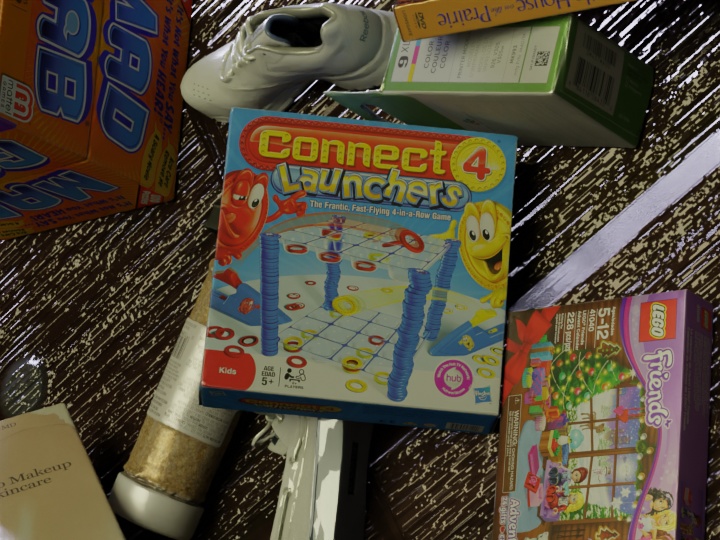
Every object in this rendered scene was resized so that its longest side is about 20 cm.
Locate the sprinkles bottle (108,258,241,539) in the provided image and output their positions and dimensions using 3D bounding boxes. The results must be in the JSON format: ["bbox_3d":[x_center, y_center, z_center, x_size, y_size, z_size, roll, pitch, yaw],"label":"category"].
[{"bbox_3d":[-0.116,0.093,1.586,0.068,0.068,0.201,21,88,43],"label":"sprinkles bottle"}]

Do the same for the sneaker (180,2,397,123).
[{"bbox_3d":[-0.064,-0.166,1.631,0.200,0.087,0.075,-16,65,36],"label":"sneaker"}]

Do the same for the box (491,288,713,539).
[{"bbox_3d":[0.151,0.118,1.371,0.137,0.039,0.201,-9,68,37],"label":"box"}]

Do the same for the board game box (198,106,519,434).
[{"bbox_3d":[0.000,0.000,1.455,0.199,0.056,0.197,5,73,-2],"label":"board game box"}]

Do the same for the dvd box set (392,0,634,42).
[{"bbox_3d":[0.134,-0.206,1.433,0.199,0.029,0.146,-7,27,25],"label":"dvd box set"}]

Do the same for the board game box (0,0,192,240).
[{"bbox_3d":[-0.278,-0.162,1.731,0.199,0.200,0.201,-11,67,37],"label":"board game box"}]

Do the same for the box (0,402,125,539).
[{"bbox_3d":[-0.228,0.186,1.578,0.095,0.078,0.200,-17,30,-14],"label":"box"}]

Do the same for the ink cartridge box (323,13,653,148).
[{"bbox_3d":[0.086,-0.128,1.478,0.200,0.104,0.060,3,75,41],"label":"ink cartridge box"}]

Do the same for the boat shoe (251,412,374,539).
[{"bbox_3d":[-0.038,0.114,1.506,0.086,0.075,0.203,1,80,22],"label":"boat shoe"}]

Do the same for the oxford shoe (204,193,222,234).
[{"bbox_3d":[-0.029,-0.045,1.566,0.200,0.073,0.085,18,81,42],"label":"oxford shoe"}]
